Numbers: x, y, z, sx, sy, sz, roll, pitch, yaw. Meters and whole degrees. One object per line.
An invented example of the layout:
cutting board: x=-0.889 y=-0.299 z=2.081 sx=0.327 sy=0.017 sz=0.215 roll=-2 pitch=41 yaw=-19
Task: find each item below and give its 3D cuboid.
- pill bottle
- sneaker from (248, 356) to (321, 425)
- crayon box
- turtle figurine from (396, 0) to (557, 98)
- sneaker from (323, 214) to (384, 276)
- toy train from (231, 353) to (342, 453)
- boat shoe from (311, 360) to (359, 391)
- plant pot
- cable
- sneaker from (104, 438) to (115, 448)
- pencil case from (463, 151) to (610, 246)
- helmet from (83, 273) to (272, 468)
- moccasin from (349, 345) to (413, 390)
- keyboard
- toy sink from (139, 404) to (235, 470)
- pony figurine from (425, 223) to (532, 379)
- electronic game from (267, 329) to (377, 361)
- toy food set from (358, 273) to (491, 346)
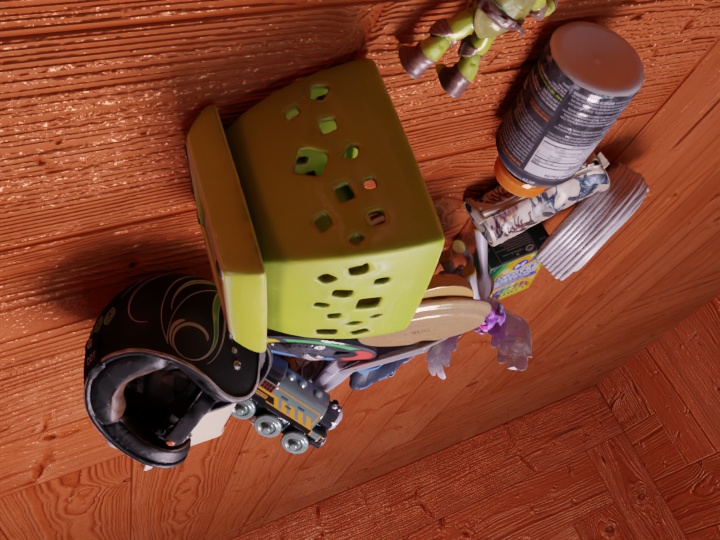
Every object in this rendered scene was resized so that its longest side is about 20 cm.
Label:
pill bottle: x=0.217 y=-0.166 z=0.813 sx=0.106 sy=0.107 sz=0.200 roll=-17 pitch=156 yaw=-23
sneaker: x=-0.146 y=0.203 z=1.275 sx=0.082 sy=0.078 sz=0.200 roll=5 pitch=133 yaw=-45
crayon box: x=0.252 y=0.003 z=1.292 sx=0.125 sy=0.052 sz=0.200 roll=-21 pitch=158 yaw=-13
turtle figurine: x=0.119 y=-0.223 z=0.633 sx=0.200 sy=0.065 sz=0.161 roll=-2 pitch=147 yaw=-46
sneaker: x=0.000 y=0.000 z=0.955 sx=0.200 sy=0.090 sz=0.067 roll=-27 pitch=157 yaw=0
toy train: x=-0.125 y=0.210 z=1.173 sx=0.114 sy=0.200 sz=0.085 roll=-49 pitch=-168 yaw=27
boat shoe: x=-0.026 y=0.120 z=1.198 sx=0.070 sy=0.066 sz=0.200 roll=-4 pitch=138 yaw=-55
plant pot: x=-0.053 y=-0.045 z=0.673 sx=0.181 sy=0.201 sz=0.199 roll=-14 pitch=156 yaw=-14
cable: x=0.353 y=-0.075 z=1.118 sx=0.200 sy=0.069 sz=0.200 roll=-50 pitch=171 yaw=15
sneaker: x=-0.307 y=0.243 z=1.168 sx=0.199 sy=0.075 sz=0.085 roll=-15 pitch=151 yaw=-26
pencil case: x=0.242 y=-0.105 z=1.008 sx=0.199 sy=0.078 sz=0.089 roll=-26 pitch=159 yaw=-1
helmet: x=-0.201 y=0.099 z=0.818 sx=0.200 sy=0.200 sz=0.191 roll=-35 pitch=-159 yaw=20
moccasin: x=0.031 y=0.159 z=1.326 sx=0.200 sy=0.080 sz=0.068 roll=-14 pitch=136 yaw=-56
keyboard: x=0.046 y=0.130 z=1.114 sx=0.056 sy=0.011 sz=0.200 roll=-26 pitch=-178 yaw=-43
toy sink: x=-0.251 y=0.168 z=0.996 sx=0.112 sy=0.131 sz=0.200 roll=-13 pitch=153 yaw=-31
pony figurine: x=0.177 y=0.053 z=1.111 sx=0.166 sy=0.193 sz=0.200 roll=-3 pitch=133 yaw=26
electronic game: x=-0.074 y=0.111 z=1.079 sx=0.199 sy=0.042 sz=0.200 roll=5 pitch=165 yaw=1
toy food set: x=0.074 y=0.059 z=0.973 sx=0.197 sy=0.049 sz=0.200 roll=-17 pitch=162 yaw=27
